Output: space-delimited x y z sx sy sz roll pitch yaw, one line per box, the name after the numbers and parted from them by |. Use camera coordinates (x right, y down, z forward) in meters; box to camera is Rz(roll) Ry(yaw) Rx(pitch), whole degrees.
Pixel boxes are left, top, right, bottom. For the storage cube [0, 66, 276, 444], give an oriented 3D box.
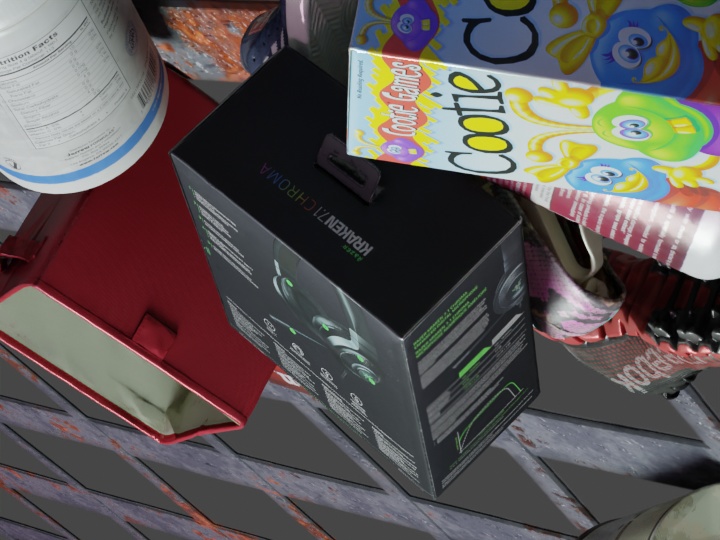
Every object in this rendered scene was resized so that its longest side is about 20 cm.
-0.138 -0.007 1.464 0.199 0.181 0.171 35 159 -16 | storage cube

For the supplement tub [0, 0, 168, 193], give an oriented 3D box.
-0.203 -0.148 1.282 0.131 0.133 0.200 19 158 24 | supplement tub

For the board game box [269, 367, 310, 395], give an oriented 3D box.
-0.014 0.087 1.758 0.199 0.020 0.103 15 157 33 | board game box

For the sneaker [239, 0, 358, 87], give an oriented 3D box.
-0.033 -0.133 1.184 0.084 0.075 0.201 34 157 23 | sneaker

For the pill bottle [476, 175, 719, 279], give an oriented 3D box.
0.152 -0.063 1.047 0.199 0.110 0.110 26 160 9 | pill bottle

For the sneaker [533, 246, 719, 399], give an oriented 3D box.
0.191 0.033 1.285 0.098 0.071 0.200 41 159 -30 | sneaker

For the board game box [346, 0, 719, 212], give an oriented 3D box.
0.099 -0.104 0.948 0.198 0.106 0.103 8 158 3 | board game box

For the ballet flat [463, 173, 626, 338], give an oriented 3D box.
0.088 -0.057 1.172 0.071 0.069 0.201 -26 97 38 | ballet flat

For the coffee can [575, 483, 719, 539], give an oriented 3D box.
0.246 0.249 1.619 0.146 0.147 0.200 30 160 -6 | coffee can

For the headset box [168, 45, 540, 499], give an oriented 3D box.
0.000 0.000 1.134 0.174 0.093 0.201 38 161 27 | headset box
